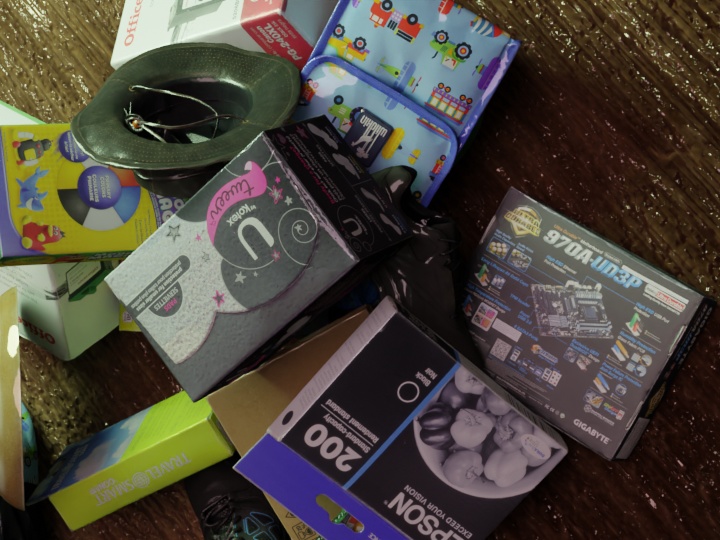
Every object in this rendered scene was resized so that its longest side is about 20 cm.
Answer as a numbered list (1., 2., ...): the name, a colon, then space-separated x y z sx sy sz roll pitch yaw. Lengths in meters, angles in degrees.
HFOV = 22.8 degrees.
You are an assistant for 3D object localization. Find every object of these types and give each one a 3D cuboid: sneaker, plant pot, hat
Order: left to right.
1. plant pot: -0.315 0.114 1.589 0.027 0.200 0.200 -3 80 -11
2. hat: -0.138 -0.111 1.493 0.200 0.201 0.081 10 130 24
3. sneaker: -0.104 0.238 1.589 0.073 0.082 0.200 -40 68 16
4. sneaker: 0.053 0.004 1.480 0.091 0.076 0.200 -30 101 17

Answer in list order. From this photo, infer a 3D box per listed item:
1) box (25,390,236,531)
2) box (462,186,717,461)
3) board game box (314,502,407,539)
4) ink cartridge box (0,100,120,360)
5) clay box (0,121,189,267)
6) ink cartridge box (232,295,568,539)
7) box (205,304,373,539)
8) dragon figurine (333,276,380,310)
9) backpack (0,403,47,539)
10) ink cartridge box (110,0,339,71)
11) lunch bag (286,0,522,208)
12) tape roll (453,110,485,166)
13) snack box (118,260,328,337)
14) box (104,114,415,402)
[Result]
1. box: -0.194 0.163 1.615 0.200 0.122 0.048 -26 104 19
2. box: 0.175 0.045 1.512 0.200 0.046 0.159 31 97 24
3. board game box: 0.027 0.233 1.525 0.105 0.023 0.200 37 101 -17
4. ink cartridge box: -0.302 -0.036 1.644 0.146 0.200 0.084 27 49 31
5. clay box: -0.221 -0.067 1.524 0.048 0.200 0.115 -26 71 62
6. ink cartridge box: 0.032 0.156 1.467 0.198 0.043 0.200 39 101 -16
7. box: -0.014 0.152 1.535 0.163 0.021 0.200 -29 100 9
8. dragon figurine: 0.000 0.000 1.549 0.099 0.059 0.200 -33 102 -22
9. backpack: -0.396 0.205 1.693 0.182 0.135 0.200 -12 77 22
10. ink cartridge box: -0.118 -0.243 1.617 0.200 0.083 0.145 -11 55 32
11. lunch bag: 0.021 -0.145 1.515 0.150 0.094 0.200 29 98 -2
12. tape roll: 0.014 -0.165 1.610 0.200 0.048 0.201 -3 82 24
13. snack box: -0.125 -0.026 1.614 0.200 0.068 0.169 0 90 33
14. box: -0.083 -0.011 1.426 0.200 0.115 0.132 -40 84 26
